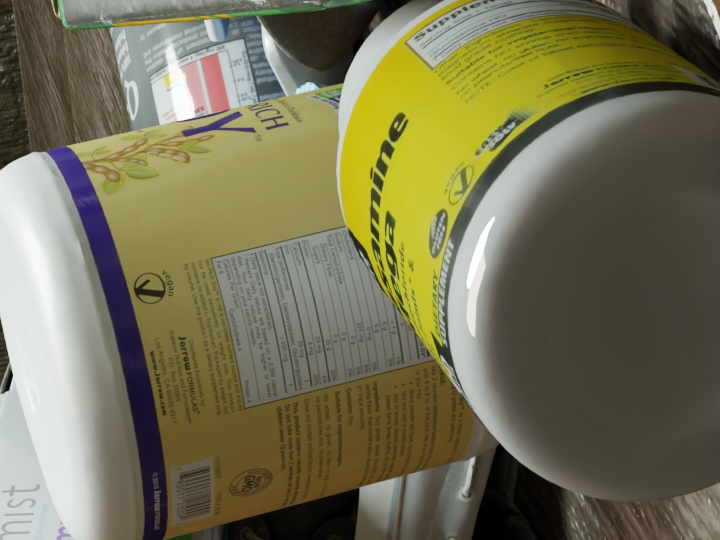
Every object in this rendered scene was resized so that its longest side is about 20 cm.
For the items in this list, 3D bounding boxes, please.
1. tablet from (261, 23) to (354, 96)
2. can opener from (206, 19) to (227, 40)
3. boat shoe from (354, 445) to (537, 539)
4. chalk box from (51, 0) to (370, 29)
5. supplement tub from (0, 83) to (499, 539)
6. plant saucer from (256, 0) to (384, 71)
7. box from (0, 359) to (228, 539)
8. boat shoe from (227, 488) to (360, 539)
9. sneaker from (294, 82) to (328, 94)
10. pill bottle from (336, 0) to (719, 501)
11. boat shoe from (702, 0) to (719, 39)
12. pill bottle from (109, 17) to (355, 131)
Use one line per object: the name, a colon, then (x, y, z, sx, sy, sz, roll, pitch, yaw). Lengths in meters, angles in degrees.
tablet: (-0.024, -0.139, 1.148, 0.130, 0.014, 0.201, 61, -161, -55)
can opener: (-0.092, -0.174, 1.124, 0.200, 0.066, 0.054, 74, -168, -54)
boat shoe: (0.041, 0.111, 1.076, 0.072, 0.068, 0.201, -42, -39, -57)
chalk box: (-0.037, -0.155, 0.908, 0.200, 0.124, 0.126, 4, 106, 51)
supplement tub: (-0.023, 0.010, 0.943, 0.145, 0.199, 0.146, 166, 90, -76)
plant saucer: (-0.028, -0.183, 1.074, 0.200, 0.034, 0.201, -13, -90, -72)
box: (-0.106, 0.135, 1.073, 0.200, 0.096, 0.177, -87, 0, -63)
boat shoe: (-0.020, 0.120, 1.101, 0.073, 0.074, 0.201, -78, -14, -51)
sneaker: (0.000, 0.000, 1.099, 0.200, 0.080, 0.077, 110, 153, -52)
pill bottle: (0.056, -0.020, 0.766, 0.200, 0.112, 0.113, -127, 29, -67)
boat shoe: (0.078, -0.121, 0.669, 0.075, 0.074, 0.203, 109, 149, -67)
pill bottle: (-0.055, -0.078, 1.260, 0.116, 0.115, 0.201, 109, 150, -67)
